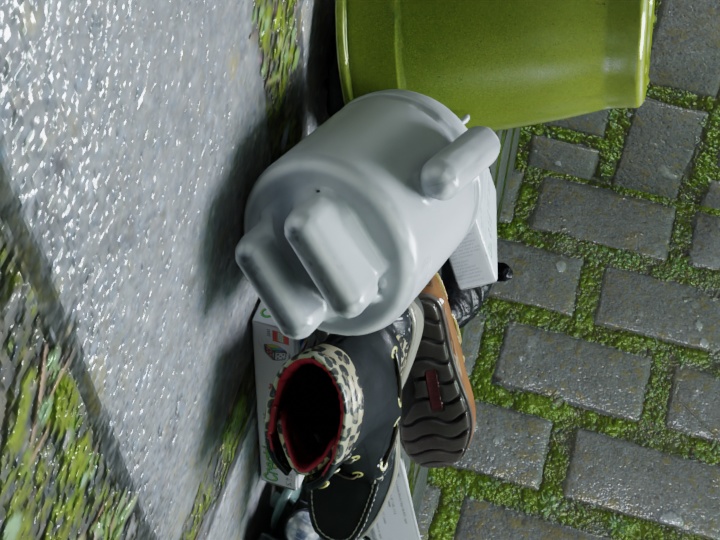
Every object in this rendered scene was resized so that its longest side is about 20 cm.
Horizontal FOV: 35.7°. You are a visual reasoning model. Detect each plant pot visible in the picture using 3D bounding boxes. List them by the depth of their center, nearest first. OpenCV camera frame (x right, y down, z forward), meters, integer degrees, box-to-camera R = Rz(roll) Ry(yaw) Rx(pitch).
[{"bbox_3d":[0.102,-0.179,0.761,0.200,0.190,0.203,6,90,-74],"label":"plant pot"}]

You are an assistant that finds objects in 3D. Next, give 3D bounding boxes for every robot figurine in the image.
[{"bbox_3d":[0.005,-0.038,0.676,0.114,0.168,0.200,60,38,-14],"label":"robot figurine"}]

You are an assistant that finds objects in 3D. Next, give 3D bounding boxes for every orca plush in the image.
[{"bbox_3d":[0.110,-0.002,1.090,0.200,0.070,0.107,-43,121,-63],"label":"orca plush"}]

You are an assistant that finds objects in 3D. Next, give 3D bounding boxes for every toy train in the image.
[{"bbox_3d":[-0.048,0.243,0.943,0.115,0.084,0.200,-62,170,-10],"label":"toy train"}]

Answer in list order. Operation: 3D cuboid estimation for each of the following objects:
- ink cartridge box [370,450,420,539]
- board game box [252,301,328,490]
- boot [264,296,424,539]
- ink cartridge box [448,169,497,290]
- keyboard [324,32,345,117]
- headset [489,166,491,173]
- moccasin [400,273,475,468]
[{"bbox_3d":[0.020,0.183,1.004,0.174,0.043,0.202,-101,178,-58],"label":"ink cartridge box"},{"bbox_3d":[-0.041,0.056,0.832,0.201,0.034,0.127,93,15,-48],"label":"board game box"},{"bbox_3d":[-0.021,0.118,0.754,0.154,0.073,0.206,-36,141,-65],"label":"boot"},{"bbox_3d":[0.079,-0.116,1.000,0.200,0.040,0.202,-77,151,-63],"label":"ink cartridge box"},{"bbox_3d":[-0.003,-0.096,0.839,0.200,0.039,0.105,51,39,-65],"label":"keyboard"},{"bbox_3d":[0.073,-0.043,1.191,0.124,0.093,0.202,87,21,-62],"label":"headset"},{"bbox_3d":[0.053,0.080,0.931,0.078,0.073,0.203,-84,160,-56],"label":"moccasin"}]
